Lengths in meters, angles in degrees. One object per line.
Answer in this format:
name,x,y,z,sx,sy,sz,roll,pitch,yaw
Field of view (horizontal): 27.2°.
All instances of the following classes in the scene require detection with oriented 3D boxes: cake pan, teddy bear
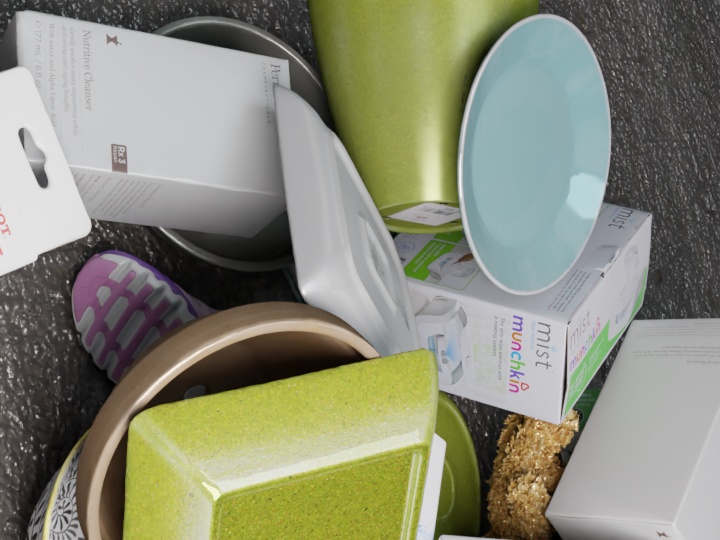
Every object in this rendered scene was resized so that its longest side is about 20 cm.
cake pan,-0.099,-0.091,1.114,0.198,0.037,0.203,12,66,-28
teddy bear,0.128,0.176,1.213,0.145,0.066,0.203,-105,-155,-66

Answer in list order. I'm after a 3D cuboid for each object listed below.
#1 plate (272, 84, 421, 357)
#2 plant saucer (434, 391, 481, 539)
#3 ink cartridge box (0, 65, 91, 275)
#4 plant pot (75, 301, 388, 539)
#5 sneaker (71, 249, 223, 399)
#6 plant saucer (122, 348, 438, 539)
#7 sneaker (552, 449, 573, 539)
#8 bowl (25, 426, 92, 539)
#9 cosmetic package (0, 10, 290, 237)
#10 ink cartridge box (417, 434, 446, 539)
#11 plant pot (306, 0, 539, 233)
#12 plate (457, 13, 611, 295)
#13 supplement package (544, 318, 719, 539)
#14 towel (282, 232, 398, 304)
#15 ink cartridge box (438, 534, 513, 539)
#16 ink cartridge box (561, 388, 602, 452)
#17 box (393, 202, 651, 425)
plate,0.000,0.000,0.998,0.201,0.032,0.201,-101,167,-45
plant saucer,0.053,0.177,1.213,0.199,0.031,0.203,25,60,-55
ink cartridge box,-0.271,-0.035,0.874,0.199,0.066,0.117,-26,97,-38
plant pot,-0.083,0.096,0.883,0.199,0.093,0.203,-17,126,-25
sneaker,-0.115,0.055,1.053,0.200,0.081,0.089,39,23,-14
plant saucer,-0.037,0.158,0.852,0.198,0.048,0.202,-10,121,-32
sneaker,0.194,0.251,1.231,0.086,0.076,0.203,7,79,-12
bowl,-0.148,0.190,0.950,0.200,0.093,0.204,22,61,-45
cosmetic package,-0.146,-0.095,1.014,0.198,0.081,0.114,4,68,-29
ink cartridge box,-0.027,0.204,1.048,0.084,0.144,0.202,36,51,-37
plant pot,0.048,-0.137,1.116,0.186,0.186,0.203,14,70,-46
plate,0.121,-0.084,1.079,0.199,0.025,0.203,-14,108,-50
supplement package,0.252,0.151,1.177,0.122,0.119,0.201,54,52,-31
towel,-0.010,-0.049,1.237,0.171,0.048,0.202,-39,107,-48
ink cartridge box,0.137,0.272,1.055,0.197,0.149,0.086,6,34,-15
ink cartridge box,0.230,0.214,1.340,0.088,0.143,0.202,59,35,-50
box,0.121,0.013,1.201,0.200,0.174,0.098,-44,142,-51
